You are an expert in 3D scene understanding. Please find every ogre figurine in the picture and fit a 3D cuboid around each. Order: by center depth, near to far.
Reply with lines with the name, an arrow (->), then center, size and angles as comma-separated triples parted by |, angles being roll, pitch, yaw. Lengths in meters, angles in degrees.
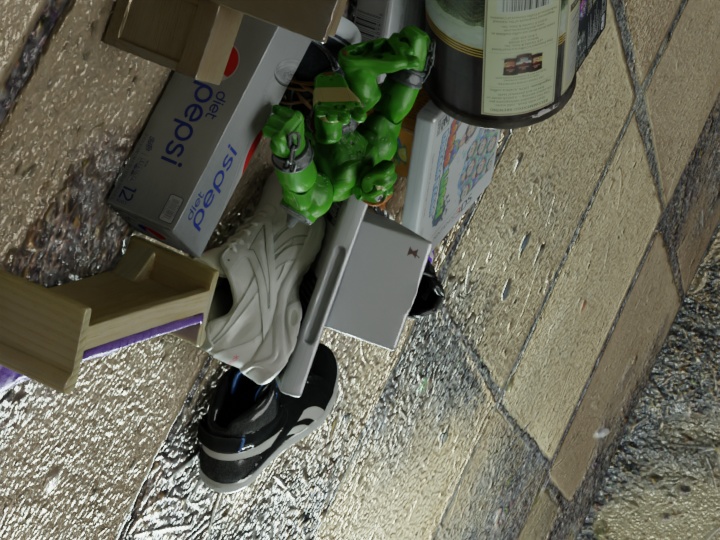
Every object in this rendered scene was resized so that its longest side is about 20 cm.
ogre figurine -> -0.011, -0.114, 1.476 | 0.201, 0.097, 0.121 | -65, 167, -49

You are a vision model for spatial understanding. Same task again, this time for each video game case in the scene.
video game case -> -0.043, 0.003, 1.620 | 0.200, 0.023, 0.183 | -129, -122, -76
video game case -> 0.096, -0.120, 1.805 | 0.182, 0.024, 0.201 | -48, 155, -42

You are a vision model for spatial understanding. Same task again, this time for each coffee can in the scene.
coffee can -> 0.129, -0.251, 1.641 | 0.147, 0.146, 0.201 | -52, 154, -36

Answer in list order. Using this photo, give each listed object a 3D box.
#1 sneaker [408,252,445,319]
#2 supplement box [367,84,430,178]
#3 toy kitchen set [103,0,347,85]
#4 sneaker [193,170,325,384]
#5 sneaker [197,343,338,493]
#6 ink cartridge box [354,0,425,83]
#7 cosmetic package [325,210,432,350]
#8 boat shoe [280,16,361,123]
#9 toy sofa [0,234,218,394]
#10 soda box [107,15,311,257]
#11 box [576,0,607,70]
sneaker -> 0.048, 0.013, 1.891 | 0.200, 0.099, 0.070 | -18, 130, -64
supplement box -> 0.075, -0.180, 1.816 | 0.200, 0.068, 0.067 | -53, 155, -40
toy kitchen set -> -0.049, -0.223, 1.308 | 0.180, 0.162, 0.201 | 1, 110, -69
sneaker -> -0.092, -0.010, 1.548 | 0.078, 0.099, 0.201 | -34, -141, 51
sneaker -> -0.078, 0.112, 1.706 | 0.200, 0.073, 0.112 | -48, 156, -39
ink cartridge box -> 0.058, -0.297, 1.685 | 0.200, 0.043, 0.198 | -43, 148, -53
cosmetic package -> 0.000, 0.000, 1.656 | 0.200, 0.071, 0.102 | -144, -107, -78
boat shoe -> -0.039, -0.160, 1.529 | 0.200, 0.070, 0.092 | 40, 69, -71
toy sofa -> -0.192, 0.044, 1.336 | 0.200, 0.082, 0.098 | -19, 127, -65
soda box -> -0.114, -0.117, 1.396 | 0.201, 0.063, 0.068 | -64, 160, -11
box -> 0.242, -0.311, 2.136 | 0.161, 0.043, 0.201 | -56, 157, -29
